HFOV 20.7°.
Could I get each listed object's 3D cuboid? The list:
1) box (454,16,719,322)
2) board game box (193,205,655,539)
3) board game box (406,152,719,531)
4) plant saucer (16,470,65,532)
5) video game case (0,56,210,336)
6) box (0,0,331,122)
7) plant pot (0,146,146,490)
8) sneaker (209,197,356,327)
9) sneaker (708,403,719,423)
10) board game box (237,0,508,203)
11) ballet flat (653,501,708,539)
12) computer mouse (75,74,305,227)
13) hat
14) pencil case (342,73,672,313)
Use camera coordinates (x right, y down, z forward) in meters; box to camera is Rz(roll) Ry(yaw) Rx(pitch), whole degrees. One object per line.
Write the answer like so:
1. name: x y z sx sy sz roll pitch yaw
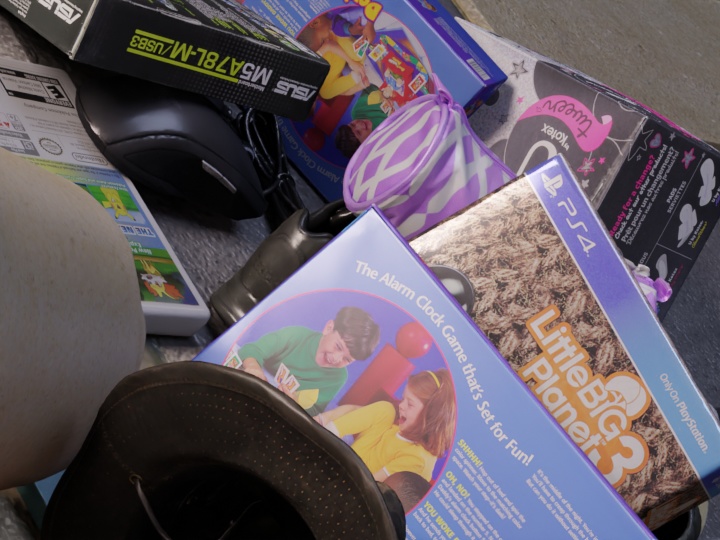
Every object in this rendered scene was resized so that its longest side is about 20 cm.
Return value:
1. box: 0.125 -0.065 1.293 0.115 0.132 0.200 20 11 -43
2. board game box: 0.020 0.093 0.827 0.200 0.134 0.045 51 2 16
3. board game box: 0.050 0.071 0.907 0.160 0.200 0.097 61 5 15
4. plant saucer: -0.087 0.101 0.927 0.200 0.019 0.070 2 49 -55
5. video game case: -0.185 -0.045 0.997 0.200 0.022 0.182 7 44 -54
6. box: -0.145 -0.161 1.136 0.200 0.048 0.193 36 18 35
7. plant pot: -0.180 0.015 0.742 0.201 0.200 0.183 53 15 17
8. sneaker: 0.000 0.000 1.125 0.076 0.091 0.200 42 22 16
9. sneaker: 0.099 0.137 0.990 0.075 0.199 0.115 108 -34 -71
10. board game box: -0.022 -0.148 1.268 0.200 0.134 0.045 48 25 7
11. ballet flat: 0.169 0.146 1.199 0.200 0.057 0.067 1 51 -57
12. computer mouse: -0.092 -0.090 1.154 0.200 0.046 0.141 28 28 -47
13. hat: -0.031 0.120 0.752 0.081 0.201 0.201 -16 63 -46
14. pencil case: 0.082 -0.013 1.079 0.200 0.085 0.084 37 20 -28
